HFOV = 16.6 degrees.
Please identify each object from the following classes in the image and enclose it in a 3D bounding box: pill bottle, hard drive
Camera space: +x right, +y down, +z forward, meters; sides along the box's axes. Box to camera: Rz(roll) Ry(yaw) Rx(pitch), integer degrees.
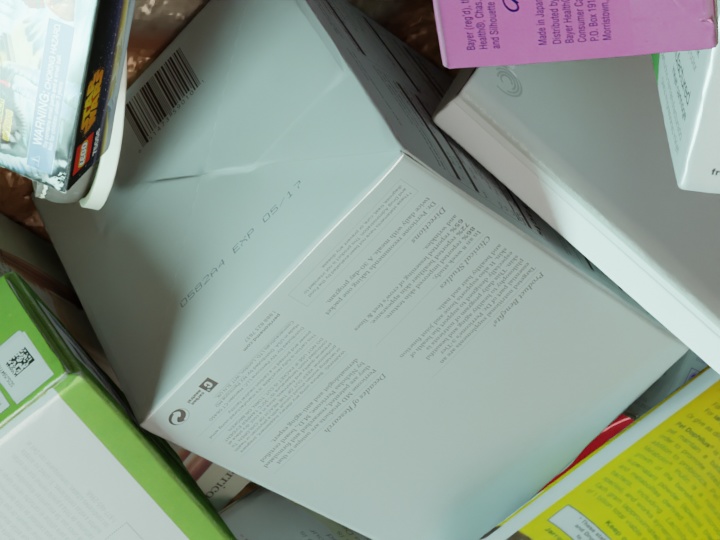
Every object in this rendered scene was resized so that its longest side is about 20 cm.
[{"bbox_3d":[0.146,0.110,1.049,0.200,0.109,0.109,-35,139,-17],"label":"pill bottle"},{"bbox_3d":[0.128,-0.033,1.018,0.200,0.132,0.026,41,128,-8],"label":"hard drive"}]

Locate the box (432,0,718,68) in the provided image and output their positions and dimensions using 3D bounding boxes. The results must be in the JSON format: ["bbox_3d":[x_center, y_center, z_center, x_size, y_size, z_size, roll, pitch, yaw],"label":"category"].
[{"bbox_3d":[0.065,-0.202,0.836,0.096,0.200,0.176,-3,136,7],"label":"box"}]

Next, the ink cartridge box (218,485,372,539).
[{"bbox_3d":[-0.007,0.166,1.123,0.083,0.145,0.200,-51,169,22],"label":"ink cartridge box"}]

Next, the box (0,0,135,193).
[{"bbox_3d":[-0.140,-0.138,0.852,0.040,0.137,0.200,-53,162,-51],"label":"box"}]

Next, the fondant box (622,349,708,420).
[{"bbox_3d":[0.213,-0.001,1.155,0.144,0.058,0.200,26,92,-34],"label":"fondant box"}]

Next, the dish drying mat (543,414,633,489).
[{"bbox_3d":[0.118,0.106,1.294,0.200,0.018,0.077,-20,135,-10],"label":"dish drying mat"}]

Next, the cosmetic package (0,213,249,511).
[{"bbox_3d":[-0.146,0.049,1.045,0.103,0.087,0.200,-45,135,12],"label":"cosmetic package"}]

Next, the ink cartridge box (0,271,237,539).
[{"bbox_3d":[-0.165,0.121,0.965,0.200,0.076,0.148,-38,134,-3],"label":"ink cartridge box"}]

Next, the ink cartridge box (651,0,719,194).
[{"bbox_3d":[0.165,-0.147,0.903,0.084,0.145,0.200,5,125,-4],"label":"ink cartridge box"}]

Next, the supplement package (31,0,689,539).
[{"bbox_3d":[0.000,0.000,1.033,0.152,0.151,0.200,-45,135,14],"label":"supplement package"}]

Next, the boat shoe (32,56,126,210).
[{"bbox_3d":[-0.119,-0.110,0.928,0.059,0.072,0.200,-6,128,-17],"label":"boat shoe"}]
